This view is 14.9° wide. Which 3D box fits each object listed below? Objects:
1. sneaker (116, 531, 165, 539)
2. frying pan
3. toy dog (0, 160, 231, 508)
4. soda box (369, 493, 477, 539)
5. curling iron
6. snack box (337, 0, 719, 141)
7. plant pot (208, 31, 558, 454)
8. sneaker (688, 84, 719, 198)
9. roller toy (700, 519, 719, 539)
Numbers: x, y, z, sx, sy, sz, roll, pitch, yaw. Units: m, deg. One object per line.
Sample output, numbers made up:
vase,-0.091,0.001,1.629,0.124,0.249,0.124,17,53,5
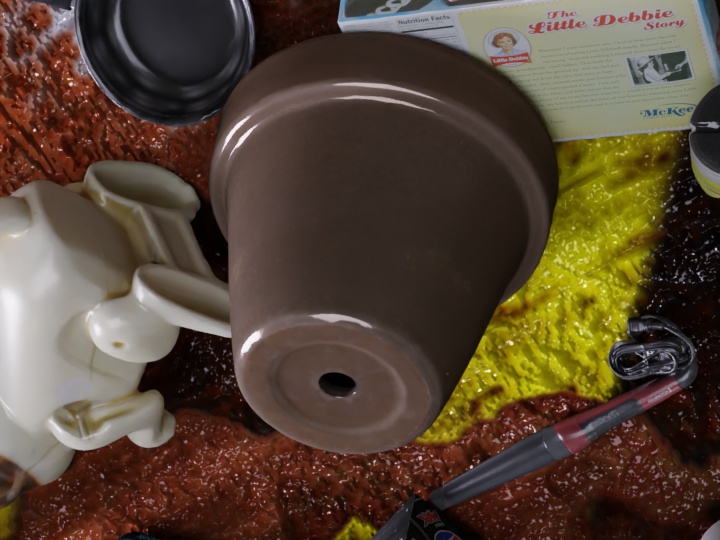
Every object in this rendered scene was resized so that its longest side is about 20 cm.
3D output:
sneaker,-0.140,0.258,1.737,0.082,0.073,0.201,26,109,23
frying pan,-0.144,-0.139,1.601,0.189,0.031,0.116,-3,107,25
toy dog,-0.184,0.052,1.602,0.200,0.193,0.140,-55,52,27
soda box,-0.007,0.231,1.675,0.063,0.071,0.200,37,116,-11
curling iron,0.118,0.088,1.620,0.200,0.026,0.050,-38,74,29
snack box,0.098,-0.121,1.514,0.199,0.037,0.116,-5,141,17
plant pot,0.000,0.000,1.503,0.199,0.175,0.201,8,138,7
sneaker,0.271,-0.068,1.500,0.198,0.090,0.079,3,72,-3
roller toy,0.248,0.239,1.548,0.199,0.182,0.140,30,114,6
